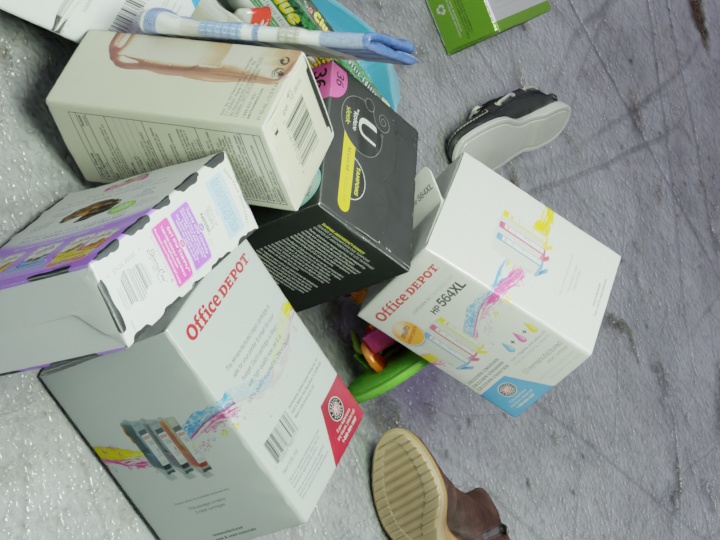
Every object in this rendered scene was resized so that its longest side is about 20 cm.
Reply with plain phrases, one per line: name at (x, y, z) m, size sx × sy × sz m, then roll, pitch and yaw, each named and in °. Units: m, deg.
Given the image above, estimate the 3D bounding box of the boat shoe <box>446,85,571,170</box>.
boat shoe at (0.155, -0.162, 2.155) m, size 0.060 × 0.074 × 0.200 m, roll 39°, pitch 43°, yaw 26°

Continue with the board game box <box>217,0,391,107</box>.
board game box at (-0.058, -0.192, 1.823) m, size 0.200 × 0.105 × 0.023 m, roll 52°, pitch 41°, yaw -27°

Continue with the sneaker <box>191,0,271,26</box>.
sneaker at (-0.118, -0.195, 1.745) m, size 0.070 × 0.093 × 0.200 m, roll -15°, pitch 86°, yaw -57°

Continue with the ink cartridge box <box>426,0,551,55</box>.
ink cartridge box at (0.122, -0.363, 2.198) m, size 0.148 × 0.076 × 0.201 m, roll -30°, pitch 98°, yaw -56°

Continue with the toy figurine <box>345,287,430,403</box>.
toy figurine at (0.000, 0.000, 1.810) m, size 0.184 × 0.150 × 0.200 m, roll 54°, pitch 14°, yaw -7°

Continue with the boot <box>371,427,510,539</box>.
boot at (0.083, 0.233, 1.866) m, size 0.201 × 0.072 × 0.166 m, roll 68°, pitch 21°, yaw -1°

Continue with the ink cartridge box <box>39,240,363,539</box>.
ink cartridge box at (-0.123, 0.099, 1.541) m, size 0.200 × 0.144 × 0.145 m, roll 57°, pitch 36°, yaw -20°

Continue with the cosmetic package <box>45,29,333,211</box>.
cosmetic package at (-0.135, -0.122, 1.540) m, size 0.104 × 0.199 × 0.087 m, roll 70°, pitch 37°, yaw -49°

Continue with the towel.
towel at (-0.065, -0.190, 1.564) m, size 0.147 × 0.199 × 0.024 m, roll -4°, pitch 100°, yaw -72°

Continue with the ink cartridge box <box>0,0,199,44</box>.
ink cartridge box at (-0.221, -0.266, 1.578) m, size 0.200 × 0.145 × 0.084 m, roll 21°, pitch 15°, yaw -50°

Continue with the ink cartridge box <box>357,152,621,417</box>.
ink cartridge box at (0.102, 0.007, 1.691) m, size 0.200 × 0.129 × 0.125 m, roll 32°, pitch 48°, yaw -11°

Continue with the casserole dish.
casserole dish at (-0.032, -0.214, 1.922) m, size 0.200 × 0.039 × 0.122 m, roll 28°, pitch 46°, yaw -47°

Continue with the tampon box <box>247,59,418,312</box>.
tampon box at (-0.068, -0.060, 1.654) m, size 0.126 × 0.200 × 0.150 m, roll 36°, pitch 46°, yaw -41°

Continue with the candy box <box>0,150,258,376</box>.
candy box at (-0.199, -0.004, 1.456) m, size 0.200 × 0.167 × 0.072 m, roll -47°, pitch 118°, yaw -52°
